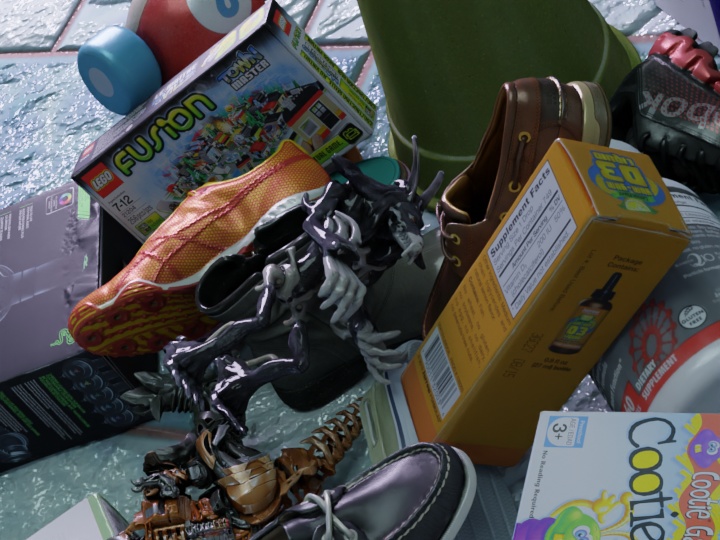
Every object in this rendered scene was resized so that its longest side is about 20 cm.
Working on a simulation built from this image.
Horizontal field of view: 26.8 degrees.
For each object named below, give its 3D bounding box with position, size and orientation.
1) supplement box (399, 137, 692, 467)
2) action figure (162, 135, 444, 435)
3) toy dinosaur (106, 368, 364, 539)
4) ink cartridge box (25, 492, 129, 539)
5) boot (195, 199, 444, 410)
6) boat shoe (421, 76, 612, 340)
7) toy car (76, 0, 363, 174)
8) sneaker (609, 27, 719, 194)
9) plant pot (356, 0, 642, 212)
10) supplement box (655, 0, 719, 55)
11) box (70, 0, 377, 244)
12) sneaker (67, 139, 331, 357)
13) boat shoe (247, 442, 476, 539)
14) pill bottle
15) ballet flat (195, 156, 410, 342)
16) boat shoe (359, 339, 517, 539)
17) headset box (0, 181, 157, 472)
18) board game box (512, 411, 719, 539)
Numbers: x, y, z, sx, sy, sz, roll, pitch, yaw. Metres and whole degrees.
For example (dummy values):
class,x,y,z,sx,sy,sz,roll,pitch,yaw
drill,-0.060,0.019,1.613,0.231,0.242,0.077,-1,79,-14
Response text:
class,x,y,z,sx,sy,sz,roll,pitch,yaw
supplement box,0.096,0.023,0.833,0.201,0.066,0.069,-57,36,39
action figure,-0.016,0.015,0.895,0.200,0.119,0.102,-42,48,1
toy dinosaur,-0.084,0.137,0.950,0.198,0.103,0.136,-10,40,-32
ink cartridge box,-0.218,0.251,0.947,0.199,0.048,0.146,-34,44,-1
boot,0.000,0.000,0.980,0.199,0.131,0.068,-34,45,-2
boat shoe,0.075,-0.031,0.889,0.067,0.201,0.072,10,37,-21
toy car,-0.069,-0.131,1.118,0.199,0.178,0.184,27,57,28
sneaker,0.227,-0.077,0.964,0.097,0.071,0.201,-36,43,-4
plant pot,0.079,-0.173,1.043,0.198,0.191,0.202,-14,47,16
supplement box,0.299,-0.259,1.056,0.199,0.102,0.104,-35,44,-3
box,-0.097,-0.089,1.054,0.199,0.110,0.035,-33,27,29
sneaker,-0.106,-0.011,1.002,0.199,0.073,0.077,-31,53,-6
boat shoe,-0.026,0.158,0.833,0.199,0.060,0.074,-38,36,12
pill bottle,0.173,0.019,0.880,0.115,0.116,0.201,-31,44,2
ballet flat,-0.046,-0.010,1.057,0.198,0.071,0.069,-28,38,5
boat shoe,0.046,0.134,0.899,0.062,0.071,0.201,-50,35,33
headset box,-0.243,0.043,1.106,0.198,0.093,0.176,-19,47,13
board game box,0.150,0.163,0.709,0.102,0.201,0.106,-1,52,27
